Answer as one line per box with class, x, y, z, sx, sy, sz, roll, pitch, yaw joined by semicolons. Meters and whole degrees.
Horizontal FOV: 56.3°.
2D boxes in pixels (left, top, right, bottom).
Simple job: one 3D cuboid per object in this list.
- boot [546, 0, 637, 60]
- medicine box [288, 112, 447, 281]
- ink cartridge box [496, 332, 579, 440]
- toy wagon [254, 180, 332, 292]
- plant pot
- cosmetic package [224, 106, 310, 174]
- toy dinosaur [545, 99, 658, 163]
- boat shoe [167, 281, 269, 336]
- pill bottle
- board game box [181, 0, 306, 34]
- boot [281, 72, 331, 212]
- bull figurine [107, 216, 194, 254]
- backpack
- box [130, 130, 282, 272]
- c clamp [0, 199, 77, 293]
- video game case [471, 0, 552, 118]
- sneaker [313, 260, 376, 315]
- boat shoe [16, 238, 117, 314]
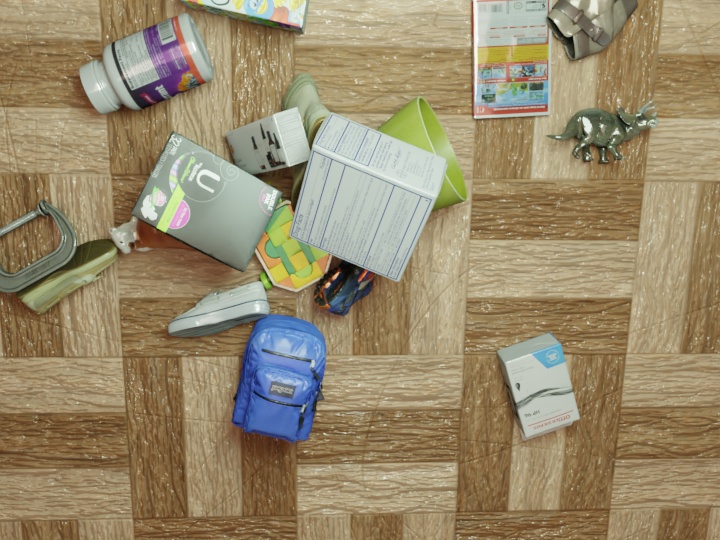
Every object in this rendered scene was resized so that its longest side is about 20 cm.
boot;0.379;-0.470;1.142;0.145;0.070;0.201;-35;105;3
medicine box;0.008;-0.110;1.036;0.197;0.104;0.184;22;134;0
ink cartridge box;0.348;0.239;1.299;0.114;0.068;0.204;-18;103;1
toy wagon;-0.137;-0.064;1.217;0.153;0.040;0.203;-27;103;2
plant pot;0.055;-0.164;1.151;0.197;0.187;0.189;-24;104;20
cosmetic package;-0.156;-0.206;1.105;0.050;0.199;0.084;-22;103;-30
toy dinosaur;0.423;-0.249;1.204;0.195;0.077;0.105;3;91;1
boat shoe;-0.259;0.071;1.232;0.196;0.074;0.068;-13;70;7
pill bottle;-0.351;-0.333;1.108;0.197;0.112;0.113;-21;103;2
board game box;-0.180;-0.463;1.093;0.196;0.105;0.105;11;102;-5
boot;-0.094;-0.213;1.146;0.071;0.156;0.202;-5;137;-24
bull figurine;-0.339;-0.085;1.186;0.196;0.065;0.124;5;96;-10
backpack;-0.135;0.192;1.212;0.159;0.168;0.204;13;98;-13
box;-0.250;-0.109;1.106;0.198;0.124;0.151;28;86;-15
c clamp;-0.600;-0.056;1.174;0.197;0.027;0.174;-23;83;-1
video game case;0.266;-0.375;1.184;0.140;0.017;0.205;-3;102;-3
sneaker;0.000;0.000;1.230;0.200;0.075;0.079;-45;138;-3
boat shoe;-0.512;0.012;1.200;0.198;0.074;0.064;-30;130;2
